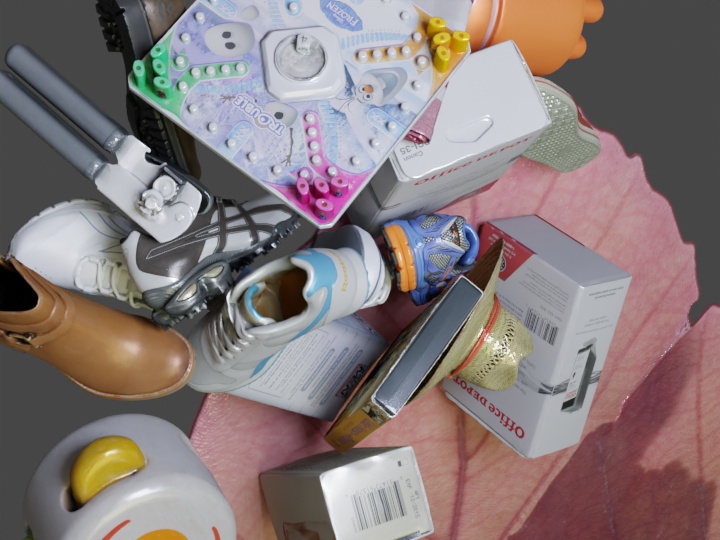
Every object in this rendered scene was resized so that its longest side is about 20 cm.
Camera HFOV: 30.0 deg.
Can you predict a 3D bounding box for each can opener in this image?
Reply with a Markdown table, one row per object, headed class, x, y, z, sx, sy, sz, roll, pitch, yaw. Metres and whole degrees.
| class | x | y | z | sx | sy | sz | roll | pitch | yaw |
| --- | --- | --- | --- | --- | --- | --- | --- | --- | --- |
| can opener | -0.208 | -0.099 | 1.066 | 0.199 | 0.067 | 0.053 | 40 | 98 | -6 |

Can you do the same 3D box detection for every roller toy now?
| class | x | y | z | sx | sy | sz | roll | pitch | yaw |
| --- | --- | --- | --- | --- | --- | --- | --- | --- | --- |
| roller toy | -0.213 | 0.240 | 1.255 | 0.181 | 0.140 | 0.202 | 13 | 110 | -36 |

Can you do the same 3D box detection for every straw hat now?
| class | x | y | z | sx | sy | sz | roll | pitch | yaw |
| --- | --- | --- | --- | --- | --- | --- | --- | --- | --- |
| straw hat | 0.121 | 0.071 | 1.305 | 0.084 | 0.201 | 0.202 | 32 | 100 | -3 |

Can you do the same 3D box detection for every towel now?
| class | x | y | z | sx | sy | sz | roll | pitch | yaw |
| --- | --- | --- | --- | --- | --- | --- | --- | --- | --- |
| towel | 0.015 | -0.209 | 1.084 | 0.023 | 0.142 | 0.203 | 89 | 17 | -69 |

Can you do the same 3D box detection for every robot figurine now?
| class | x | y | z | sx | sy | sz | roll | pitch | yaw |
| --- | --- | --- | --- | --- | --- | --- | --- | --- | --- |
| robot figurine | 0.118 | -0.231 | 1.189 | 0.197 | 0.143 | 0.119 | 0 | 79 | -31 |

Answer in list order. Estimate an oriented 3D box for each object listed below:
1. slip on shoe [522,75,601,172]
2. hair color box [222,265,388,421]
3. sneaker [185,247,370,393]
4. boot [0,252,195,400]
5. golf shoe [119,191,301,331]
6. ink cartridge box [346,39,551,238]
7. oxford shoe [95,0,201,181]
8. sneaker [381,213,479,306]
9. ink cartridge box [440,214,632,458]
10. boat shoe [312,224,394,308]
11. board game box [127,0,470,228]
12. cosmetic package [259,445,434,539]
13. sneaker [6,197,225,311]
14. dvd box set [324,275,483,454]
| class | x | y | z | sx | sy | sz | roll | pitch | yaw |
| --- | --- | --- | --- | --- | --- | --- | --- | --- | --- |
| slip on shoe | 0.174 | -0.146 | 1.273 | 0.074 | 0.062 | 0.199 | -32 | 159 | 18 |
| hair color box | -0.064 | 0.073 | 1.259 | 0.099 | 0.061 | 0.199 | -53 | 148 | 7 |
| sneaker | -0.089 | 0.039 | 1.112 | 0.199 | 0.077 | 0.080 | -35 | 160 | 29 |
| boot | -0.234 | 0.038 | 1.074 | 0.156 | 0.198 | 0.078 | 89 | 24 | -72 |
| golf shoe | -0.121 | -0.038 | 1.135 | 0.095 | 0.077 | 0.200 | 53 | 42 | -5 |
| ink cartridge box | 0.064 | -0.109 | 1.173 | 0.145 | 0.084 | 0.200 | -22 | 172 | -14 |
| oxford shoe | -0.151 | -0.152 | 1.105 | 0.084 | 0.072 | 0.202 | -31 | 135 | -27 |
| sneaker | 0.072 | -0.013 | 1.223 | 0.077 | 0.200 | 0.076 | -15 | 87 | 7 |
| ink cartridge box | 0.176 | 0.066 | 1.378 | 0.082 | 0.146 | 0.203 | -10 | 124 | -39 |
| boat shoe | 0.000 | 0.000 | 1.203 | 0.065 | 0.200 | 0.075 | 20 | 94 | -14 |
| board game box | -0.045 | -0.164 | 1.037 | 0.201 | 0.199 | 0.026 | -51 | 170 | -19 |
| cosmetic package | -0.018 | 0.227 | 1.318 | 0.102 | 0.200 | 0.089 | -15 | 88 | -20 |
| sneaker | -0.201 | -0.007 | 1.148 | 0.197 | 0.087 | 0.075 | 2 | 124 | -30 |
| dvd box set | 0.036 | 0.092 | 1.251 | 0.029 | 0.200 | 0.147 | 38 | 69 | -1 |
